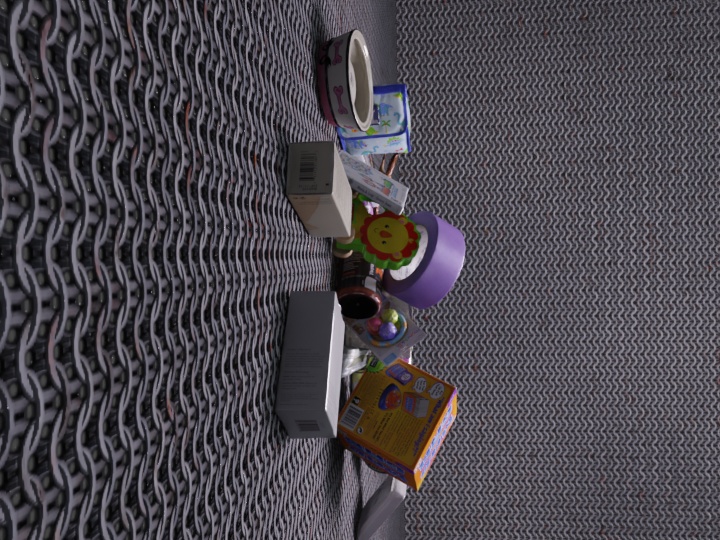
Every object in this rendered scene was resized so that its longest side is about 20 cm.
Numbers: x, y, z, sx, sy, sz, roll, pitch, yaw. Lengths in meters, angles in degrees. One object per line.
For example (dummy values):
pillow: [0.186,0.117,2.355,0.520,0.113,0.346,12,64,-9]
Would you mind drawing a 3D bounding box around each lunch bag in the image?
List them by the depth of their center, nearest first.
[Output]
lunch bag: [0.030,-0.356,1.653,0.201,0.167,0.130,75,12,-64]
lunch bag: [0.047,0.123,1.744,0.119,0.161,0.202,89,4,-50]

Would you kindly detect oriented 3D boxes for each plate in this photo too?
plate: [0.052,0.617,1.896,0.201,0.032,0.200,-53,180,11]

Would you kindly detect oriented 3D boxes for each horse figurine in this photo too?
horse figurine: [0.060,-0.248,1.999,0.201,0.049,0.134,119,-18,-53]

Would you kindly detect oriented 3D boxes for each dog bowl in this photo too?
dog bowl: [-0.031,-0.385,1.471,0.200,0.072,0.204,-1,90,-75]

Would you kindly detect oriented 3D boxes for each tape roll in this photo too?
tape roll: [0.136,-0.024,1.598,0.200,0.084,0.202,-41,-144,38]

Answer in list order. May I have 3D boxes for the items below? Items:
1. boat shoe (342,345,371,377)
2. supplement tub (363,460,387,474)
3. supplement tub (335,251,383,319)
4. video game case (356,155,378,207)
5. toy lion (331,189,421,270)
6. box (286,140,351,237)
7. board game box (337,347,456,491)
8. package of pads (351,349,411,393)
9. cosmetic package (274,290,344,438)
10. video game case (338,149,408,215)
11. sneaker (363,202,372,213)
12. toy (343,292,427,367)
boat shoe: [-0.023,0.197,1.556,0.202,0.073,0.066,37,61,-79]
supplement tub: [0.061,0.436,1.887,0.201,0.142,0.147,78,13,-56]
supplement tub: [0.000,0.000,1.610,0.108,0.105,0.203,79,12,-53]
video game case: [0.010,-0.299,1.876,0.201,0.023,0.185,67,14,-50]
toy lion: [0.037,-0.093,1.547,0.069,0.188,0.203,103,-7,-53]
box: [-0.065,-0.132,1.212,0.200,0.076,0.097,68,22,-71]
board game box: [0.084,0.334,1.601,0.202,0.197,0.201,-57,159,-21]
package of pads: [0.054,0.234,1.832,0.068,0.151,0.204,77,13,-70]
cosmetic package: [-0.074,0.144,1.111,0.114,0.079,0.203,79,11,-55]
video game case: [0.018,-0.195,1.552,0.024,0.180,0.200,-59,-177,19]
sneaker: [0.002,-0.140,1.847,0.201,0.071,0.116,71,8,-77]
toy: [0.045,0.114,1.600,0.200,0.115,0.048,41,-15,49]
